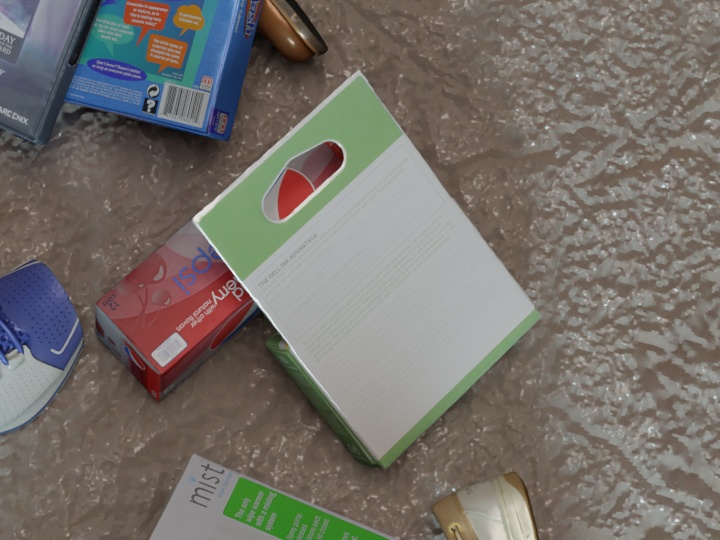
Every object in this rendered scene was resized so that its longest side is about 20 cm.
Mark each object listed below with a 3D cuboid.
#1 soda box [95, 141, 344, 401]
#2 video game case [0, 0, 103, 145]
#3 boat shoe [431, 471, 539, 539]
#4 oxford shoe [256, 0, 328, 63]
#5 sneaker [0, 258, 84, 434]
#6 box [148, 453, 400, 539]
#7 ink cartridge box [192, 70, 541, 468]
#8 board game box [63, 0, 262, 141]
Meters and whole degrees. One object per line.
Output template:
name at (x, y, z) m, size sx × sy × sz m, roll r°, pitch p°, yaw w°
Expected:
soda box at (-0.072, -0.012, 1.596) m, size 0.200 × 0.070 × 0.063 m, roll -41°, pitch 80°, yaw -15°
video game case at (-0.218, -0.197, 1.603) m, size 0.142 × 0.019 × 0.201 m, roll 25°, pitch 97°, yaw 24°
boat shoe at (0.087, 0.226, 1.543) m, size 0.069 × 0.074 × 0.201 m, roll -13°, pitch 73°, yaw 3°
oxford shoe at (-0.106, -0.191, 1.659) m, size 0.200 × 0.071 × 0.071 m, roll 40°, pitch 93°, yaw 12°
sneaker at (-0.251, 0.070, 1.529) m, size 0.199 × 0.115 × 0.081 m, roll -39°, pitch 81°, yaw -15°
box at (-0.057, 0.223, 1.461) m, size 0.176 × 0.097 × 0.200 m, roll 23°, pitch 31°, yaw 2°
ink cartridge box at (0.000, 0.000, 1.570) m, size 0.145 × 0.048 × 0.200 m, roll -43°, pitch 106°, yaw -16°
board game box at (-0.133, -0.196, 1.609) m, size 0.151 × 0.045 × 0.201 m, roll 15°, pitch 92°, yaw 16°
